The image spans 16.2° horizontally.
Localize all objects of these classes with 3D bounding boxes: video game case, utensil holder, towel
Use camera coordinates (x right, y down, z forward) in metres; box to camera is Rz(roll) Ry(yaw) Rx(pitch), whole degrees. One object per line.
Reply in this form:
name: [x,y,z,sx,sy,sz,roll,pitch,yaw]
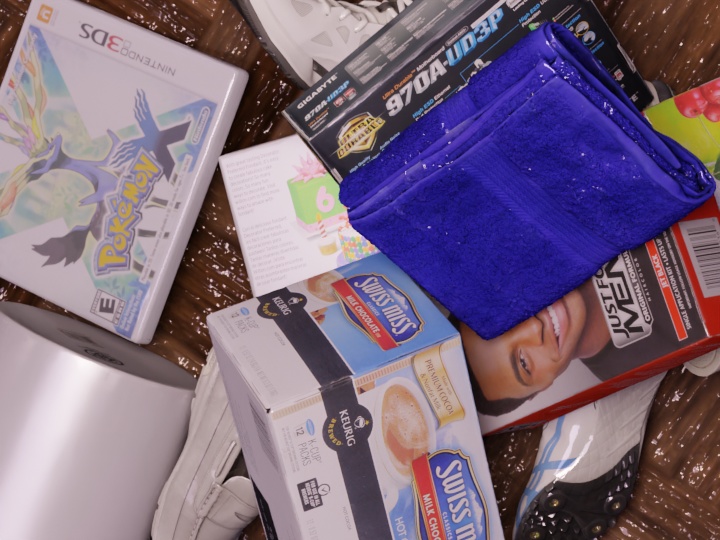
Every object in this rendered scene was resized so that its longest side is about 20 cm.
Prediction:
video game case: [-0.186,-0.075,1.756,0.182,0.022,0.201,24,97,27]
utensil holder: [-0.212,0.143,1.715,0.169,0.170,0.201,24,95,12]
towel: [0.094,-0.045,1.511,0.148,0.050,0.200,43,131,-14]

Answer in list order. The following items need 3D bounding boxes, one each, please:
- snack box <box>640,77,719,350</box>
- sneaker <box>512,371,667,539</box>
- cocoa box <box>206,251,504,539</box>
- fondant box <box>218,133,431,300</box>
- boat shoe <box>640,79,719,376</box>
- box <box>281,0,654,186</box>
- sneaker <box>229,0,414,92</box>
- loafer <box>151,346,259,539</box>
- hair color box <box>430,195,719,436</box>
snack box: [0.269,-0.030,1.617,0.142,0.053,0.201,-23,84,-24]
sneaker: [0.151,0.104,1.685,0.072,0.073,0.201,14,108,-23]
cocoa box: [0.001,0.115,1.601,0.131,0.133,0.201,-20,120,-12]
fondant box: [0.000,0.000,1.716,0.144,0.058,0.201,-15,88,13]
boat shoe: [0.221,-0.032,1.668,0.067,0.072,0.201,-13,79,-24]
box: [0.072,-0.105,1.608,0.200,0.159,0.046,-40,40,0]
sneaker: [-0.004,-0.163,1.607,0.115,0.201,0.076,-39,45,4]
loafer: [-0.087,0.141,1.690,0.070,0.070,0.201,23,106,28]
hair color box: [0.145,0.026,1.591,0.200,0.061,0.102,-28,75,42]
